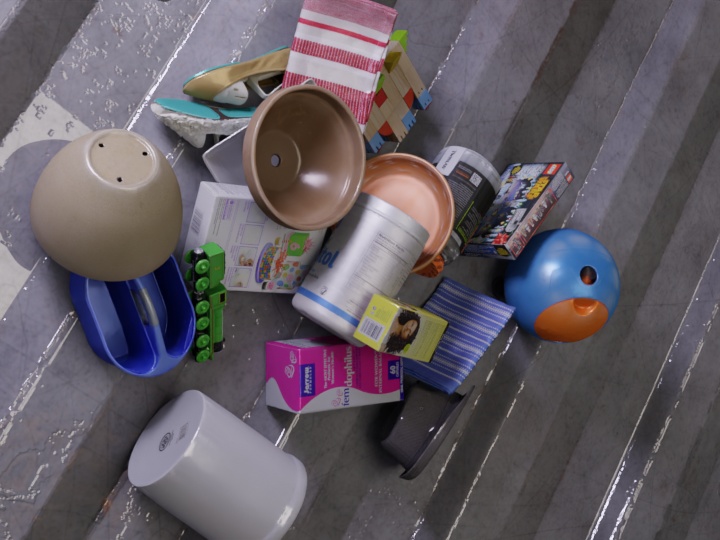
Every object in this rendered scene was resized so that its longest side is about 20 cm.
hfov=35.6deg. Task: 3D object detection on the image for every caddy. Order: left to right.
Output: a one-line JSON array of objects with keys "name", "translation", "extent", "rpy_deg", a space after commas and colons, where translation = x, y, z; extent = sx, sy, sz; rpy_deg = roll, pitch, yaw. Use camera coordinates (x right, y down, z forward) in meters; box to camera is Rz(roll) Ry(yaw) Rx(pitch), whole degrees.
[{"name": "caddy", "translation": [-0.308, 0.047, 1.534], "extent": [0.141, 0.105, 0.201], "rpy_deg": [-27, 108, -31]}]

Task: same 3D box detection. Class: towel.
[{"name": "towel", "translation": [-0.036, -0.308, 1.664], "extent": [0.144, 0.023, 0.201], "rpy_deg": [11, 103, -20]}, {"name": "towel", "translation": [0.144, 0.105, 1.848], "extent": [0.200, 0.145, 0.024], "rpy_deg": [-50, 146, -25]}]

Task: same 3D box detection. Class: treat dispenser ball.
[{"name": "treat dispenser ball", "translation": [0.351, 0.026, 1.952], "extent": [0.200, 0.201, 0.202], "rpy_deg": [-2, 93, -36]}]

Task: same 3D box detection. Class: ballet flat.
[{"name": "ballet flat", "translation": [-0.211, -0.206, 1.623], "extent": [0.200, 0.072, 0.072], "rpy_deg": [0, 92, -36]}, {"name": "ballet flat", "translation": [-0.165, -0.278, 1.643], "extent": [0.200, 0.069, 0.063], "rpy_deg": [-26, 84, -32]}]

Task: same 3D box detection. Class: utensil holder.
[{"name": "utensil holder", "translation": [-0.204, 0.289, 1.586], "extent": [0.200, 0.170, 0.170], "rpy_deg": [41, 69, -27]}]

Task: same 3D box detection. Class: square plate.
[{"name": "square plate", "translation": [-0.117, -0.157, 1.663], "extent": [0.200, 0.028, 0.198], "rpy_deg": [-37, 131, -11]}]

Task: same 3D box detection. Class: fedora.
[{"name": "fedora", "translation": [0.097, 0.244, 1.828], "extent": [0.090, 0.177, 0.200], "rpy_deg": [35, 50, 2]}]

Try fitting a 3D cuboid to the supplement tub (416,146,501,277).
[{"name": "supplement tub", "translation": [0.136, -0.095, 1.840], "extent": [0.123, 0.122, 0.200], "rpy_deg": [45, 67, -28]}]

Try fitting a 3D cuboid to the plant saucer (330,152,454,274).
[{"name": "plant saucer", "translation": [0.052, -0.085, 1.763], "extent": [0.037, 0.200, 0.201], "rpy_deg": [43, 62, -71]}]

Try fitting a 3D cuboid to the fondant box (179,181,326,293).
[{"name": "fondant box", "translation": [-0.153, -0.045, 1.645], "extent": [0.200, 0.058, 0.145], "rpy_deg": [4, 112, -35]}]

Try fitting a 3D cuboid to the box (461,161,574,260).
[{"name": "box", "translation": [0.260, -0.105, 1.920], "extent": [0.200, 0.137, 0.040], "rpy_deg": [-52, 121, -23]}]

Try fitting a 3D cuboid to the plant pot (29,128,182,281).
[{"name": "plant pot", "translation": [-0.318, -0.105, 1.449], "extent": [0.200, 0.135, 0.201], "rpy_deg": [11, 55, -17]}]

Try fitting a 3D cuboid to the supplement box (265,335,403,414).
[{"name": "supplement box", "translation": [-0.039, 0.157, 1.738], "extent": [0.200, 0.103, 0.102], "rpy_deg": [-4, 95, -34]}]

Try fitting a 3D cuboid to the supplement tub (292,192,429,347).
[{"name": "supplement tub", "translation": [0.000, 0.000, 1.668], "extent": [0.132, 0.132, 0.200], "rpy_deg": [34, 83, -32]}]

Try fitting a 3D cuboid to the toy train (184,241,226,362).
[{"name": "toy train", "translation": [-0.218, 0.047, 1.593], "extent": [0.056, 0.042, 0.200], "rpy_deg": [-22, 134, -32]}]

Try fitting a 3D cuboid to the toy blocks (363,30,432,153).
[{"name": "toy blocks", "translation": [0.034, -0.264, 1.789], "extent": [0.200, 0.100, 0.137], "rpy_deg": [-53, 130, -22]}]

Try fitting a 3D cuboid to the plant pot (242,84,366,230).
[{"name": "plant pot", "translation": [-0.095, -0.157, 1.576], "extent": [0.200, 0.093, 0.202], "rpy_deg": [-2, 94, -39]}]

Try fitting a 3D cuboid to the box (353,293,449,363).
[{"name": "box", "translation": [0.065, 0.088, 1.664], "extent": [0.075, 0.050, 0.200], "rpy_deg": [-64, 154, 4]}]
